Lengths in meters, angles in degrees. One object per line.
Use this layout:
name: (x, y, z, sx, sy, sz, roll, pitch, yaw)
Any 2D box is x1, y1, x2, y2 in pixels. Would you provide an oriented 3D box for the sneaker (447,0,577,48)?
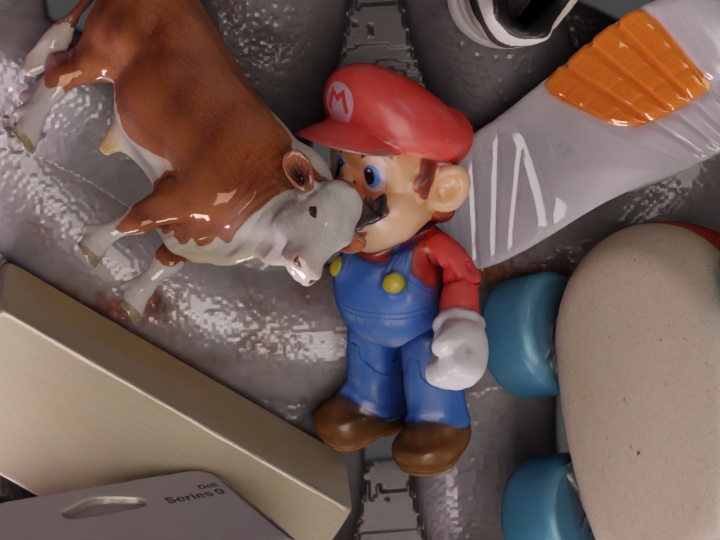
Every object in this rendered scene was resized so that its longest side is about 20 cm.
sneaker: (0.106, -0.192, 1.380, 0.073, 0.080, 0.201, 20, 100, -11)

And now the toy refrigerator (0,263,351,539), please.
toy refrigerator: (-0.108, 0.083, 1.433, 0.199, 0.070, 0.076, 30, 107, -14)

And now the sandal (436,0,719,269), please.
sandal: (0.116, -0.072, 1.431, 0.206, 0.059, 0.079, -29, 92, 22)

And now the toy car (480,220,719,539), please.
toy car: (0.193, 0.065, 1.447, 0.199, 0.184, 0.178, -1, 81, -49)

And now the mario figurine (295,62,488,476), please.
mario figurine: (0.000, 0.000, 1.401, 0.123, 0.106, 0.201, -2, 112, 6)

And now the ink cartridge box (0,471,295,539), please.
ink cartridge box: (-0.117, 0.207, 1.369, 0.145, 0.087, 0.201, -8, 113, -33)

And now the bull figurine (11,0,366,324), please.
bull figurine: (-0.083, -0.053, 1.355, 0.121, 0.201, 0.065, -33, 152, 2)
